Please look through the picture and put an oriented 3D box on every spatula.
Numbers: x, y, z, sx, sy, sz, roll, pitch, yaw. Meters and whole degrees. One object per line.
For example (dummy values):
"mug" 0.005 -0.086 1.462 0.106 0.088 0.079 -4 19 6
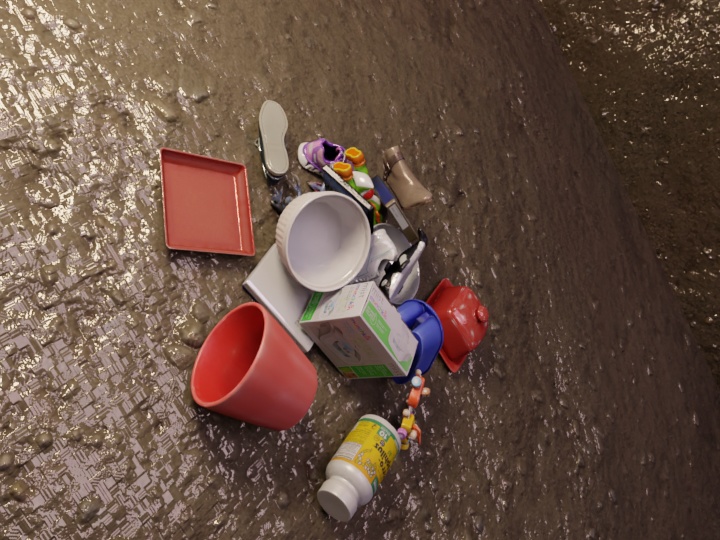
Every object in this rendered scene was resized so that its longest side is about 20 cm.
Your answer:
"spatula" -0.134 -0.091 1.369 0.201 0.020 0.057 48 48 -19

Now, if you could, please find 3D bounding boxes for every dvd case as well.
"dvd case" -0.025 -0.141 1.322 0.142 0.201 0.018 42 77 13

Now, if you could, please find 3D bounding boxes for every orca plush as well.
"orca plush" 0.087 -0.020 1.405 0.070 0.106 0.203 27 74 14

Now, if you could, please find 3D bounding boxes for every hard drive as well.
"hard drive" -0.152 0.058 1.291 0.201 0.025 0.133 50 46 -19

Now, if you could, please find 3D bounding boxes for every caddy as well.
"caddy" 0.114 0.165 1.397 0.103 0.203 0.141 -21 54 -43

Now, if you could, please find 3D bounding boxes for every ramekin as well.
"ramekin" -0.086 -0.067 1.249 0.195 0.104 0.207 -9 108 -28

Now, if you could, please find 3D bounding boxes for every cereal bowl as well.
"cereal bowl" 0.055 -0.006 1.479 0.196 0.082 0.207 18 63 -38

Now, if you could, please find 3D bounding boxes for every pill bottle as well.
"pill bottle" -0.004 0.409 1.239 0.114 0.111 0.200 56 45 -12

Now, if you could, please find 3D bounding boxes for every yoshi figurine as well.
"yoshi figurine" -0.010 -0.192 1.459 0.114 0.109 0.203 -91 161 -49

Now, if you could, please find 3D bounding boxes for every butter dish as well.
"butter dish" 0.278 0.131 1.601 0.202 0.146 0.200 56 45 -11

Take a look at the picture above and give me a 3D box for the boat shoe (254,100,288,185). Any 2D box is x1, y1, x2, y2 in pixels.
"boat shoe" -0.198 -0.289 1.352 0.073 0.062 0.206 -1 65 -27

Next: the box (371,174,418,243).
"box" 0.078 -0.164 1.505 0.122 0.032 0.201 53 6 -33

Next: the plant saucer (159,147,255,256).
"plant saucer" -0.311 -0.129 1.199 0.196 0.036 0.206 5 71 -44

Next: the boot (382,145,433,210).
"boot" 0.105 -0.227 1.447 0.069 0.199 0.150 -23 99 -16

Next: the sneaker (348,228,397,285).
"sneaker" 0.000 0.000 1.351 0.081 0.199 0.070 50 10 13

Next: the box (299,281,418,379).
"box" 0.000 0.132 1.280 0.202 0.173 0.098 54 46 -31

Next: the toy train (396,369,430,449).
"toy train" 0.125 0.325 1.352 0.054 0.202 0.153 16 61 11

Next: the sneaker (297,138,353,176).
"sneaker" -0.057 -0.261 1.465 0.197 0.087 0.083 26 56 -37

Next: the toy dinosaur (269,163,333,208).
"toy dinosaur" -0.130 -0.155 1.369 0.180 0.102 0.207 2 102 -64

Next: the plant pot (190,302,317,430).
"plant pot" -0.183 0.192 1.104 0.177 0.197 0.205 41 49 -35
